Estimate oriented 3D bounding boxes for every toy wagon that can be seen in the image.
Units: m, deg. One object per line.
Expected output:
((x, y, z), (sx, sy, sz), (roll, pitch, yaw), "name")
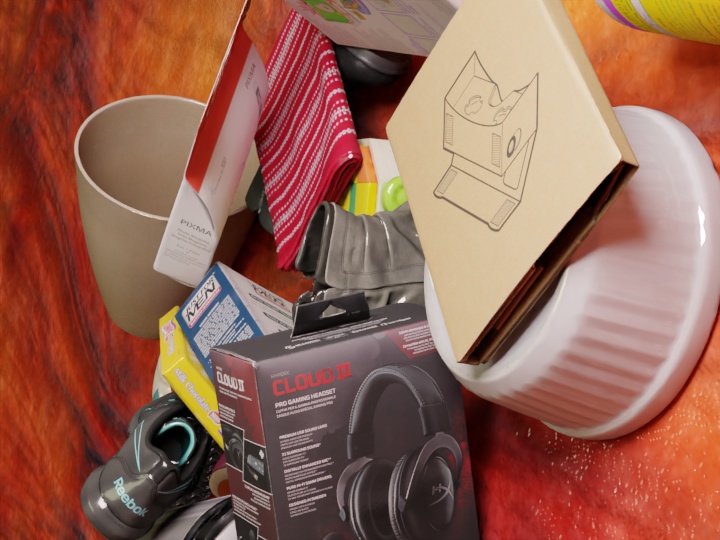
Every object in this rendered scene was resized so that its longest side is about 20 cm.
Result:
((0.000, 0.000, 1.096), (0.155, 0.039, 0.203), (-170, 85, -71), "toy wagon")

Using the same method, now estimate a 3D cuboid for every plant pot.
((-0.195, -0.036, 1.387), (0.188, 0.185, 0.201), (-108, 25, -43), "plant pot")

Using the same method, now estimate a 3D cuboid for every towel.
((-0.051, -0.115, 1.146), (0.145, 0.022, 0.201), (-57, 36, 42), "towel")

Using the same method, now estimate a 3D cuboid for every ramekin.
((0.117, -0.005, 0.841), (0.202, 0.093, 0.205), (-30, 55, 56), "ramekin")

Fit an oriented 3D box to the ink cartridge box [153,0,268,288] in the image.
((-0.102, -0.105, 1.086), (0.200, 0.057, 0.164), (126, 162, -54), "ink cartridge box")

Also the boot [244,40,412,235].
((-0.033, -0.115, 1.191), (0.202, 0.065, 0.165), (-65, 20, 17), "boot")

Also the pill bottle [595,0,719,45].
((0.205, -0.165, 0.720), (0.200, 0.103, 0.105), (32, 109, 61), "pill bottle")

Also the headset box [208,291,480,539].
((-0.009, 0.116, 0.915), (0.077, 0.147, 0.203), (11, 109, 60), "headset box")

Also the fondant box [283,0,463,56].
((0.016, -0.208, 0.988), (0.199, 0.144, 0.059), (16, 78, 45), "fondant box")

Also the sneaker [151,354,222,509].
((-0.173, 0.149, 1.385), (0.093, 0.069, 0.202), (143, 132, -76), "sneaker")

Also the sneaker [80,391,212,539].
((-0.141, 0.136, 1.072), (0.079, 0.075, 0.200), (-42, 8, 20), "sneaker")

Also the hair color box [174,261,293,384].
((-0.057, 0.084, 1.053), (0.061, 0.100, 0.200), (-50, 40, 10), "hair color box")

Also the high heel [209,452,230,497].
((-0.069, 0.133, 1.203), (0.200, 0.067, 0.097), (-41, 27, 48), "high heel")

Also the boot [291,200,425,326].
((0.027, -0.031, 0.981), (0.068, 0.129, 0.202), (15, 94, 62), "boot")

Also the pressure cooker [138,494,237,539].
((-0.083, 0.252, 1.030), (0.199, 0.178, 0.177), (-25, 92, 54), "pressure cooker")

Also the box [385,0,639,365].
((0.078, -0.073, 0.814), (0.164, 0.021, 0.201), (-56, 34, 37), "box")

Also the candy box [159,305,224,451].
((-0.120, 0.091, 1.121), (0.026, 0.102, 0.200), (-40, 13, 0), "candy box")
